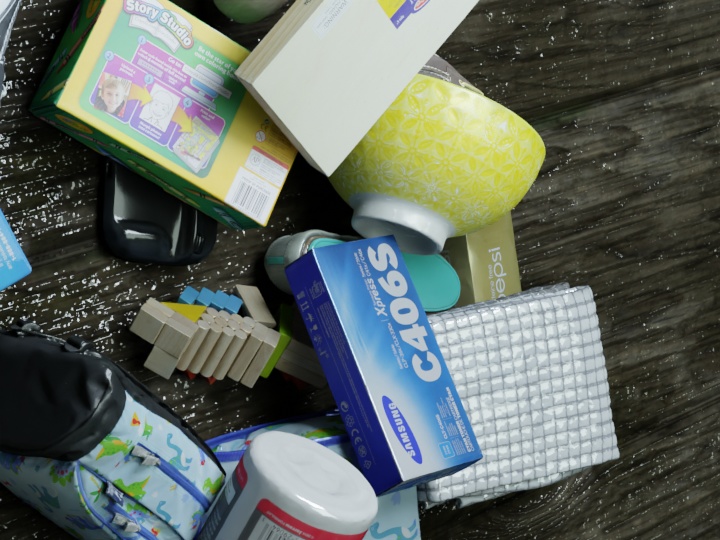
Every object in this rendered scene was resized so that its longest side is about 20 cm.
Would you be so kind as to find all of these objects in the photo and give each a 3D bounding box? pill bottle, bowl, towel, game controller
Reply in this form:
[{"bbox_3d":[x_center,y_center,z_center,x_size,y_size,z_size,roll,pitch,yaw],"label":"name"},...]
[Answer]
[{"bbox_3d":[-0.078,0.231,1.620,0.110,0.111,0.200,12,116,-43],"label":"pill bottle"},{"bbox_3d":[0.044,-0.077,1.780,0.200,0.200,0.108,30,71,-39],"label":"bowl"},{"bbox_3d":[0.116,0.107,1.842,0.199,0.086,0.166,-12,99,-27],"label":"towel"},{"bbox_3d":[-0.158,-0.105,1.707,0.104,0.042,0.201,4,85,-29],"label":"game controller"}]

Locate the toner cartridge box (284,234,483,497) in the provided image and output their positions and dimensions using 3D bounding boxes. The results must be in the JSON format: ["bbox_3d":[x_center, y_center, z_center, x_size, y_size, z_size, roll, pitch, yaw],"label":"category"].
[{"bbox_3d":[0.019,0.074,1.718,0.095,0.043,0.201,-12,75,-42],"label":"toner cartridge box"}]

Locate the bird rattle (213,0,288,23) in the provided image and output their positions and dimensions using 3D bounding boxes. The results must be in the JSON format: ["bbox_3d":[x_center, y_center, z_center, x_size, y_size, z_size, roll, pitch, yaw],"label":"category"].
[{"bbox_3d":[-0.053,-0.266,1.709,0.113,0.200,0.163,30,93,-38],"label":"bird rattle"}]

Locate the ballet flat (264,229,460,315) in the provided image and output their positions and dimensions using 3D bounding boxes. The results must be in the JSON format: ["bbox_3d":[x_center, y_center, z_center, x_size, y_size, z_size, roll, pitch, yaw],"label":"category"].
[{"bbox_3d":[0.000,0.000,1.829,0.200,0.064,0.068,12,78,-44],"label":"ballet flat"}]

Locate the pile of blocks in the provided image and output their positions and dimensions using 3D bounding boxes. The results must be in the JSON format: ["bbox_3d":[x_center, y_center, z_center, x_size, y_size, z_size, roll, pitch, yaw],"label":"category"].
[{"bbox_3d":[-0.107,0.059,1.740,0.199,0.082,0.062,11,125,-34],"label":"pile of blocks"}]

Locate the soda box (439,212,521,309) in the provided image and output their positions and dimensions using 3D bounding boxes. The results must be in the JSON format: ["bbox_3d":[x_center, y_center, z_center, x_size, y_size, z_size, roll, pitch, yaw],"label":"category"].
[{"bbox_3d":[0.103,0.033,1.921,0.064,0.068,0.201,-15,99,-42],"label":"soda box"}]

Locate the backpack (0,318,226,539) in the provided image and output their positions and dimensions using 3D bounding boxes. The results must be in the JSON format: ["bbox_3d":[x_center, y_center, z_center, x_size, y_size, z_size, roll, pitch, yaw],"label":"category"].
[{"bbox_3d":[-0.192,0.138,1.593,0.200,0.163,0.154,27,78,-50],"label":"backpack"}]

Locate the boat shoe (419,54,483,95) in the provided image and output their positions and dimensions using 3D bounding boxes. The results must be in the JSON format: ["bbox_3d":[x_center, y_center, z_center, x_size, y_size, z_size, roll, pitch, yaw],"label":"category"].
[{"bbox_3d":[0.075,-0.138,1.862,0.072,0.059,0.200,-57,150,2],"label":"boat shoe"}]

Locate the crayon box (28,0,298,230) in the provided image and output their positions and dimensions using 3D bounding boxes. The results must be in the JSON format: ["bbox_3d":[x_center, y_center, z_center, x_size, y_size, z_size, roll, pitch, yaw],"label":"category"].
[{"bbox_3d":[-0.141,-0.129,1.660,0.200,0.058,0.119,30,74,-25],"label":"crayon box"}]

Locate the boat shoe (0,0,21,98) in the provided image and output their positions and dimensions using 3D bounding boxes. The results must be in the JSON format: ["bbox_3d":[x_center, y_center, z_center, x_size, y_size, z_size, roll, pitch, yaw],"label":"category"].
[{"bbox_3d":[-0.290,-0.136,1.552,0.068,0.072,0.200,41,65,-32],"label":"boat shoe"}]

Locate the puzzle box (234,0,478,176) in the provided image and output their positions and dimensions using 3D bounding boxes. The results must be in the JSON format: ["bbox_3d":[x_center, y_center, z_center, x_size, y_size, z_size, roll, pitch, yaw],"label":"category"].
[{"bbox_3d":[0.003,-0.185,1.650,0.200,0.025,0.133,-50,139,-8],"label":"puzzle box"}]

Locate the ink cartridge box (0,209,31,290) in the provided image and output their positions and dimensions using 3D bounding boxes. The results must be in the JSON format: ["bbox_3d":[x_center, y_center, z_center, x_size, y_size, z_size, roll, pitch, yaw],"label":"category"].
[{"bbox_3d":[-0.348,-0.014,1.446,0.200,0.084,0.146,-33,111,-19],"label":"ink cartridge box"}]

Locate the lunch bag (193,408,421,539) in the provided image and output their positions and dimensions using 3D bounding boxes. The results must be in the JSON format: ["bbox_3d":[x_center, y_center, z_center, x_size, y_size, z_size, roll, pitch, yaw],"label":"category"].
[{"bbox_3d":[-0.053,0.212,1.741,0.199,0.127,0.171,-9,97,-29],"label":"lunch bag"}]
